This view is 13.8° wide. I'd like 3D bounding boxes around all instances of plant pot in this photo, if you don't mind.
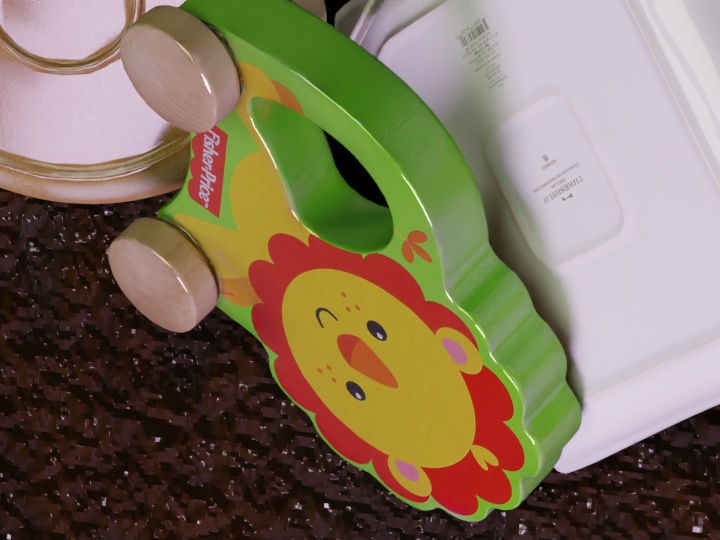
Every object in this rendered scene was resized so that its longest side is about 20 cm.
[{"bbox_3d":[-0.114,-0.110,1.151,0.199,0.028,0.201,3,119,5],"label":"plant pot"}]

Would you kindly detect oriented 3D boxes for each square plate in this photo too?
[{"bbox_3d":[0.077,-0.035,1.060,0.200,0.028,0.199,-29,87,53],"label":"square plate"}]

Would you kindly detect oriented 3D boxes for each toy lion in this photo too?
[{"bbox_3d":[0.000,0.000,1.089,0.191,0.069,0.200,36,148,18],"label":"toy lion"}]

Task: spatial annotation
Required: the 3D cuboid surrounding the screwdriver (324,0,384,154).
[{"bbox_3d":[-0.009,-0.079,1.086,0.029,0.200,0.028,21,66,0],"label":"screwdriver"}]
